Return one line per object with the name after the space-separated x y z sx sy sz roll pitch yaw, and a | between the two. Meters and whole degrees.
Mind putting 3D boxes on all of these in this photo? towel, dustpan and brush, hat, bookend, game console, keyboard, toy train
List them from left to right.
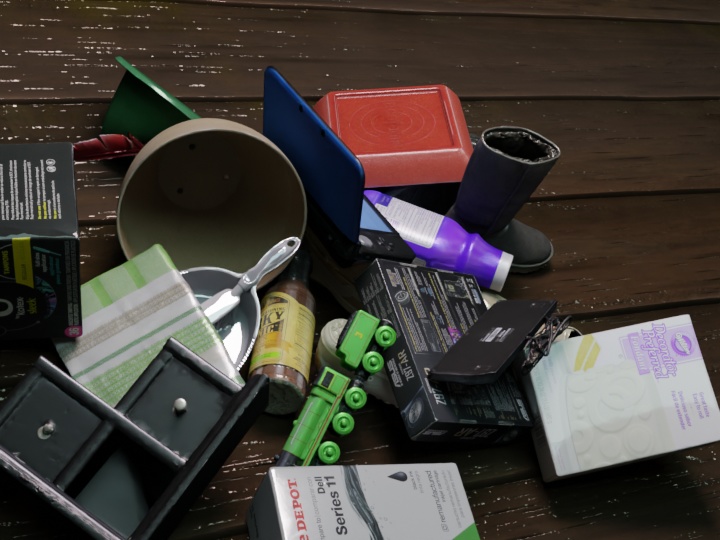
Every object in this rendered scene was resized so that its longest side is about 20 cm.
-0.218 0.130 1.041 0.199 0.092 0.200 35 70 8 | bookend
-0.275 -0.137 1.365 0.200 0.176 0.166 36 1 -22 | hat
-0.217 0.082 1.152 0.149 0.031 0.200 -28 60 -11 | towel
-0.139 0.033 1.212 0.140 0.057 0.200 44 61 15 | dustpan and brush
-0.026 0.131 1.166 0.056 0.042 0.200 29 73 -5 | toy train
-0.021 -0.114 1.275 0.170 0.118 0.200 5 37 -47 | game console
0.156 0.084 1.232 0.104 0.040 0.200 0 22 30 | keyboard

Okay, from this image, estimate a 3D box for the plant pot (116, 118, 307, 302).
-0.169 -0.083 1.267 0.200 0.201 0.135 8 24 -19 | plant pot

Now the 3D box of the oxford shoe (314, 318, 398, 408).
0.033 0.116 1.259 0.200 0.058 0.075 27 35 -22 | oxford shoe

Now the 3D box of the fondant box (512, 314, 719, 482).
0.283 0.140 1.278 0.199 0.058 0.145 -10 74 -11 | fondant box

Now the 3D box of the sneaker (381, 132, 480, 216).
0.093 -0.124 1.499 0.199 0.076 0.114 -26 42 -24 | sneaker

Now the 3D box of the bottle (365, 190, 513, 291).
0.082 -0.030 1.389 0.199 0.065 0.084 20 41 5 | bottle

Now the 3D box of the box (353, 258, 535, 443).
0.091 0.089 1.258 0.160 0.044 0.200 8 51 -42 | box

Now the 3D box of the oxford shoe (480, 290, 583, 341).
0.217 0.078 1.363 0.200 0.074 0.071 36 44 9 | oxford shoe

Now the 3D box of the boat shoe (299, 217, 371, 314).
0.000 0.000 1.336 0.200 0.069 0.074 33 44 5 | boat shoe

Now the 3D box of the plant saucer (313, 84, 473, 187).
0.041 -0.179 1.479 0.199 0.037 0.200 -3 39 -3 | plant saucer

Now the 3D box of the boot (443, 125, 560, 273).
0.191 -0.086 1.412 0.181 0.200 0.073 5 47 -22 | boot

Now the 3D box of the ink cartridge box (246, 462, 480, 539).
0.006 0.262 1.086 0.199 0.083 0.147 2 49 -23 | ink cartridge box

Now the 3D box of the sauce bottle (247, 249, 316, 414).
-0.081 0.060 1.249 0.065 0.065 0.200 16 43 -11 | sauce bottle

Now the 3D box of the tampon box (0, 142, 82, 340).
-0.370 -0.023 1.102 0.199 0.150 0.126 -4 50 -14 | tampon box
